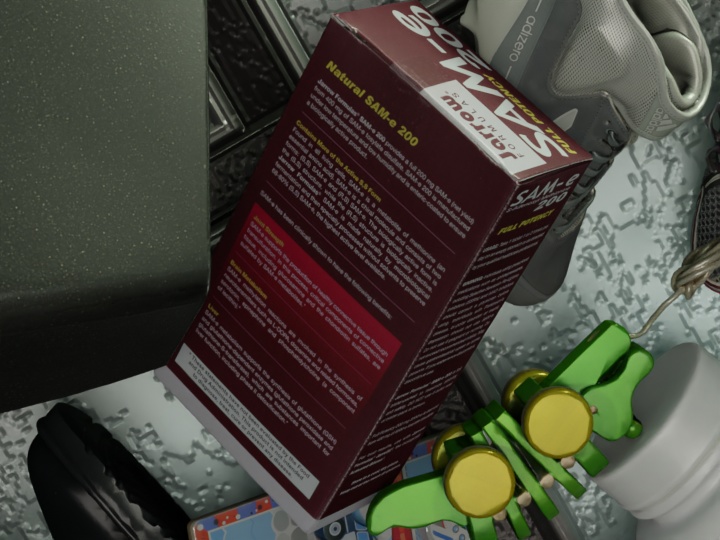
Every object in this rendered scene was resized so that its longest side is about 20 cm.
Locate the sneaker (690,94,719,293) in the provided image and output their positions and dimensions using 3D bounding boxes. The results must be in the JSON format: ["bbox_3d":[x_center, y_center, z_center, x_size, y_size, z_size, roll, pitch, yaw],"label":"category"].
[{"bbox_3d":[0.176,-0.058,0.869,0.074,0.200,0.081,-25,62,-27],"label":"sneaker"}]

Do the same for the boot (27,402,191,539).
[{"bbox_3d":[-0.131,0.183,0.938,0.168,0.076,0.200,-39,106,0],"label":"boot"}]

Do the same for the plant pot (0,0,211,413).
[{"bbox_3d":[-0.155,-0.040,0.821,0.176,0.200,0.201,2,74,-14],"label":"plant pot"}]

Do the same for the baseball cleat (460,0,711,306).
[{"bbox_3d":[0.093,-0.055,0.868,0.106,0.070,0.201,18,138,27],"label":"baseball cleat"}]

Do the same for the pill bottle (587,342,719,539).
[{"bbox_3d":[0.202,0.122,0.929,0.200,0.109,0.109,38,96,-9],"label":"pill bottle"}]

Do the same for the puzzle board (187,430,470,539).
[{"bbox_3d":[0.006,0.188,0.940,0.150,0.017,0.201,-16,102,-33],"label":"puzzle board"}]

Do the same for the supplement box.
[{"bbox_3d":[0.000,0.000,0.863,0.109,0.061,0.200,44,126,21],"label":"supplement box"}]

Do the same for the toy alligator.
[{"bbox_3d":[0.093,0.066,0.892,0.200,0.059,0.054,-37,99,-1],"label":"toy alligator"}]
